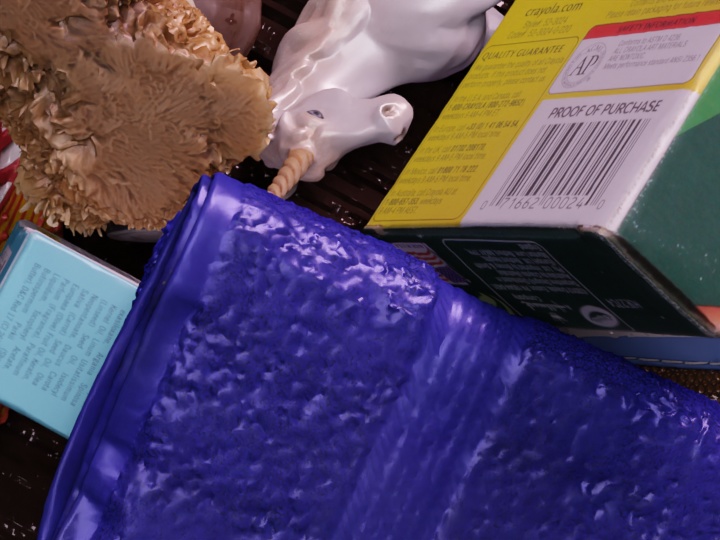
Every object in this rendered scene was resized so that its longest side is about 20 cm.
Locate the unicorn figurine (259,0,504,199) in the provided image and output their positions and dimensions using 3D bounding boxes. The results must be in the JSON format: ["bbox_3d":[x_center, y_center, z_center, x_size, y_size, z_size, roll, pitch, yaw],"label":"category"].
[{"bbox_3d":[0.023,-0.104,0.833,0.137,0.074,0.201,-11,67,1],"label":"unicorn figurine"}]

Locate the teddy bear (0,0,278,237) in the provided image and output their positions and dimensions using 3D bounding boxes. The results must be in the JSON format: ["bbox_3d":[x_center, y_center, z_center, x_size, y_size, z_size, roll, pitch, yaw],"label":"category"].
[{"bbox_3d":[-0.104,-0.104,0.754,0.200,0.067,0.145,34,110,-13],"label":"teddy bear"}]

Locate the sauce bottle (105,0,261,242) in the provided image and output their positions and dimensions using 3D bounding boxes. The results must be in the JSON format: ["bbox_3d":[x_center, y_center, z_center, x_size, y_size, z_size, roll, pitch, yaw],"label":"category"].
[{"bbox_3d":[-0.062,-0.110,0.835,0.064,0.065,0.201,1,85,3],"label":"sauce bottle"}]

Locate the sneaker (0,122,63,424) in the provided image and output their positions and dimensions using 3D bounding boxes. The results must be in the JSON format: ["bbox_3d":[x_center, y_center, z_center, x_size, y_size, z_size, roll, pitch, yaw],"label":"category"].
[{"bbox_3d":[-0.139,-0.029,0.841,0.077,0.073,0.201,4,85,30],"label":"sneaker"}]

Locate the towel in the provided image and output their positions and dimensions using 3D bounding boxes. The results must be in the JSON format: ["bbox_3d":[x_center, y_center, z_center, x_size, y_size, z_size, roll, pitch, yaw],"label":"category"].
[{"bbox_3d":[0.015,0.075,0.732,0.199,0.050,0.148,24,98,-11],"label":"towel"}]

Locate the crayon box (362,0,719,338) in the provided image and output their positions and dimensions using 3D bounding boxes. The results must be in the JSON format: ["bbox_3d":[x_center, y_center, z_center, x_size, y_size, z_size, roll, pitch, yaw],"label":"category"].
[{"bbox_3d":[0.099,-0.076,0.745,0.051,0.127,0.200,40,73,-24],"label":"crayon box"}]

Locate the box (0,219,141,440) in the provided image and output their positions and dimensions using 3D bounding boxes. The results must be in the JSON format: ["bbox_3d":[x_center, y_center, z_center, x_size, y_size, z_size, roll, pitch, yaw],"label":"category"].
[{"bbox_3d":[-0.025,0.054,0.787,0.199,0.082,0.049,29,89,-10],"label":"box"}]

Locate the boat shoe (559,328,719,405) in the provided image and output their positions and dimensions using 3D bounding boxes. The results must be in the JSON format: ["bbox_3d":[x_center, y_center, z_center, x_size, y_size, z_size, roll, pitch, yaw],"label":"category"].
[{"bbox_3d":[0.092,0.036,0.798,0.199,0.072,0.073,-4,105,26],"label":"boat shoe"}]
